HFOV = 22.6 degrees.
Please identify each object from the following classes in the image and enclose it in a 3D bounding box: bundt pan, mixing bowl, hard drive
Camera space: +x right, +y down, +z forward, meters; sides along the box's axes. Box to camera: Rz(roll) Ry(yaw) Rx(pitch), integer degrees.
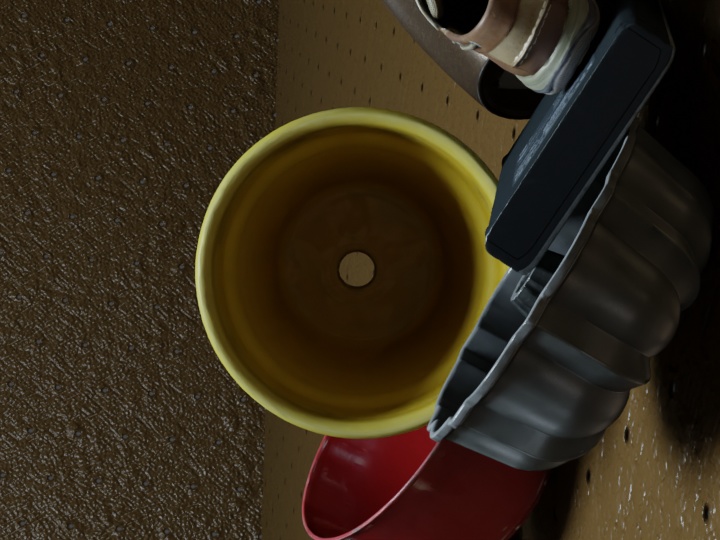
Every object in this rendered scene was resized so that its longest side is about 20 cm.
[{"bbox_3d":[0.118,0.022,0.954,0.203,0.076,0.202,-57,2,2],"label":"bundt pan"},{"bbox_3d":[0.062,0.126,1.240,0.200,0.108,0.200,-49,18,21],"label":"mixing bowl"},{"bbox_3d":[0.120,-0.086,0.997,0.140,0.033,0.200,-58,2,17],"label":"hard drive"}]

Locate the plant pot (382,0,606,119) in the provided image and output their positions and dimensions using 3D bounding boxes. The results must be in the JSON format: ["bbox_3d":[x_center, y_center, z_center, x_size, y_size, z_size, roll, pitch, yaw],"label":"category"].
[{"bbox_3d":[0.089,-0.205,1.190,0.187,0.186,0.201,105,153,-50],"label":"plant pot"}]

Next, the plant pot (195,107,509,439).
[{"bbox_3d":[0.000,0.000,1.168,0.189,0.199,0.202,-104,19,-89],"label":"plant pot"}]

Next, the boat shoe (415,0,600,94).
[{"bbox_3d":[0.069,-0.162,1.022,0.076,0.071,0.200,-66,22,12],"label":"boat shoe"}]
